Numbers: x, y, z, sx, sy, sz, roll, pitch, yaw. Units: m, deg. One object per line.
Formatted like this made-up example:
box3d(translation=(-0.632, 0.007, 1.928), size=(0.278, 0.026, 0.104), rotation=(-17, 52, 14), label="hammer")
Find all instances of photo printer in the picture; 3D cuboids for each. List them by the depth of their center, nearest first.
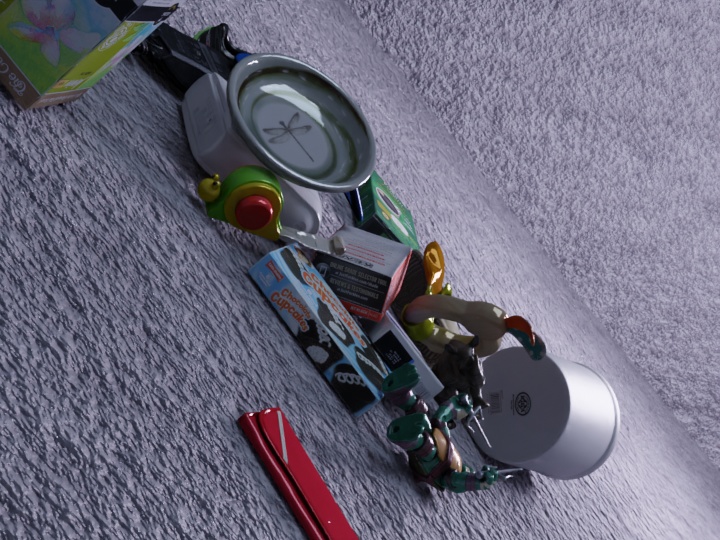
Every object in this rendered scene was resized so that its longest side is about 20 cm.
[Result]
box3d(translation=(-0.126, -0.130, 1.534), size=(0.200, 0.069, 0.167), rotation=(43, 16, -36), label="photo printer")

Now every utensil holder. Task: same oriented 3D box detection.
box3d(translation=(0.255, 0.199, 1.756), size=(0.199, 0.169, 0.171), rotation=(24, 31, -59), label="utensil holder")

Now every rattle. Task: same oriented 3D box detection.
box3d(translation=(0.156, 0.035, 1.560), size=(0.131, 0.198, 0.143), rotation=(53, 50, -23), label="rattle")

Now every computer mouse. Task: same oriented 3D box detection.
box3d(translation=(-0.234, -0.265, 1.574), size=(0.199, 0.053, 0.139), rotation=(27, 25, -38), label="computer mouse")

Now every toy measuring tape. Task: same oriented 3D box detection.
box3d(translation=(-0.089, -0.071, 1.405), size=(0.198, 0.074, 0.074), rotation=(18, 31, -29), label="toy measuring tape")

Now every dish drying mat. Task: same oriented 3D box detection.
box3d(translation=(-0.037, 0.209, 1.106), size=(0.201, 0.018, 0.077), rotation=(56, 14, 14), label="dish drying mat")

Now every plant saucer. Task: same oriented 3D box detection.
box3d(translation=(-0.075, -0.160, 1.451), size=(0.198, 0.050, 0.202), rotation=(22, 44, -23), label="plant saucer")

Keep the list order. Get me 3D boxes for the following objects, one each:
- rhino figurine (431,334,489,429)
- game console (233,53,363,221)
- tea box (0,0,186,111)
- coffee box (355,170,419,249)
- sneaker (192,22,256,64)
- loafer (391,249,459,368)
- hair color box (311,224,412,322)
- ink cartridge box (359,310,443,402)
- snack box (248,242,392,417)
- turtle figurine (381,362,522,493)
box3d(translation=(0.121, 0.130, 1.529), size=(0.200, 0.059, 0.089), rotation=(103, -25, -70), label="rhino figurine")
box3d(translation=(-0.079, -0.172, 1.618), size=(0.168, 0.119, 0.201), rotation=(7, 34, -27), label="game console")
box3d(translation=(-0.282, -0.289, 1.162), size=(0.201, 0.196, 0.134), rotation=(50, 14, -4), label="tea box")
box3d(translation=(0.040, -0.078, 1.988), size=(0.123, 0.044, 0.201), rotation=(47, 16, -23), label="coffee box")
box3d(translation=(-0.151, -0.252, 1.720), size=(0.200, 0.083, 0.077), rotation=(49, 15, -14), label="sneaker")
box3d(translation=(0.093, 0.061, 1.779), size=(0.068, 0.075, 0.202), rotation=(37, 30, -48), label="loafer")
box3d(translation=(0.000, 0.000, 1.559), size=(0.100, 0.062, 0.200), rotation=(19, 13, 6), label="hair color box")
box3d(translation=(0.046, 0.097, 1.549), size=(0.100, 0.039, 0.200), rotation=(51, 2, -9), label="ink cartridge box")
box3d(translation=(-0.040, 0.063, 1.409), size=(0.201, 0.037, 0.116), rotation=(53, 13, 1), label="snack box")
box3d(translation=(0.095, 0.196, 1.391), size=(0.200, 0.100, 0.150), rotation=(45, 9, -40), label="turtle figurine")
